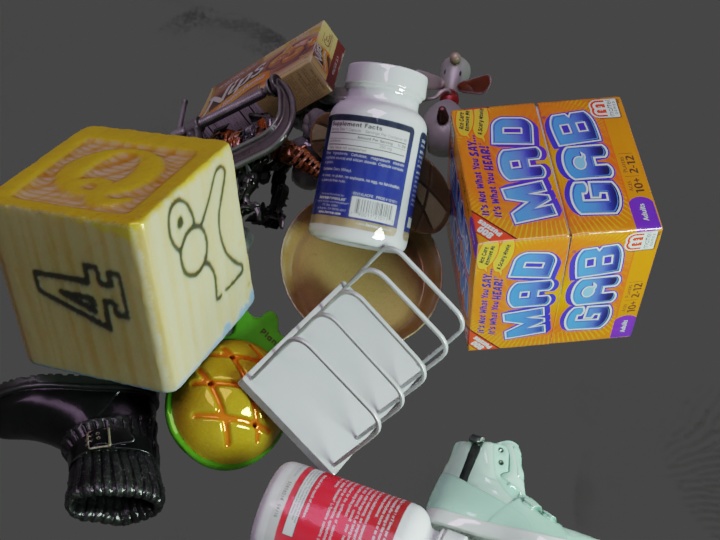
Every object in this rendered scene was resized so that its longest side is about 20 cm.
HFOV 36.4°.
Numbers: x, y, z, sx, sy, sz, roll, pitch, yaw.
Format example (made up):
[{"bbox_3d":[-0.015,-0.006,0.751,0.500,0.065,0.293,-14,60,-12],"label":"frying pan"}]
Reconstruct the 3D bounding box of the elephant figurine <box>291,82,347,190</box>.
[{"bbox_3d":[-0.025,-0.195,1.442,0.154,0.142,0.201,26,35,-14],"label":"elephant figurine"}]

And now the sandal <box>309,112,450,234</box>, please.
[{"bbox_3d":[0.027,-0.122,1.328,0.199,0.054,0.081,35,94,5],"label":"sandal"}]

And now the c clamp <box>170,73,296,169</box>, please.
[{"bbox_3d":[-0.160,-0.185,1.346,0.199,0.027,0.172,-17,48,27],"label":"c clamp"}]

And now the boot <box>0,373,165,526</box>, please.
[{"bbox_3d":[-0.313,0.194,1.174,0.209,0.080,0.159,-4,53,-2],"label":"boot"}]

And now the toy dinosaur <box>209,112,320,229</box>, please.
[{"bbox_3d":[-0.123,-0.128,1.340,0.101,0.200,0.137,18,87,-29],"label":"toy dinosaur"}]

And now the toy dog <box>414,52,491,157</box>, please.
[{"bbox_3d":[0.113,-0.229,1.472,0.131,0.097,0.201,-10,53,-6],"label":"toy dog"}]

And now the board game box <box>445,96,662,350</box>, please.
[{"bbox_3d":[0.212,-0.053,1.270,0.198,0.201,0.201,-5,52,-2],"label":"board game box"}]

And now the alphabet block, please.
[{"bbox_3d":[-0.246,-0.018,1.159,0.195,0.202,0.196,8,33,20],"label":"alphabet block"}]

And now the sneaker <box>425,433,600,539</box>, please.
[{"bbox_3d":[0.174,0.235,1.127,0.199,0.074,0.119,14,61,15],"label":"sneaker"}]

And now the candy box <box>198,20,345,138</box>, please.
[{"bbox_3d":[-0.120,-0.236,1.435,0.199,0.055,0.116,-26,29,27],"label":"candy box"}]

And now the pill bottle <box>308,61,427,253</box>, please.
[{"bbox_3d":[0.014,-0.127,1.243,0.115,0.116,0.202,11,88,10],"label":"pill bottle"}]

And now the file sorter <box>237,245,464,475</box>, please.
[{"bbox_3d":[0.001,0.088,1.161,0.139,0.125,0.200,46,46,0],"label":"file sorter"}]

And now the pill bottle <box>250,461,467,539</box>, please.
[{"bbox_3d":[0.000,0.272,1.084,0.198,0.113,0.113,16,55,14],"label":"pill bottle"}]

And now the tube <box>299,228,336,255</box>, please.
[{"bbox_3d":[0.012,-0.061,1.382,0.199,0.052,0.058,-25,93,-20],"label":"tube"}]

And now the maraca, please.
[{"bbox_3d":[-0.132,0.128,1.200,0.137,0.107,0.200,44,53,-8],"label":"maraca"}]

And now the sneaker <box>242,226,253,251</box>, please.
[{"bbox_3d":[-0.231,-0.047,1.291,0.198,0.116,0.076,-11,36,26],"label":"sneaker"}]

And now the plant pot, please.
[{"bbox_3d":[0.000,0.000,1.313,0.198,0.028,0.202,5,67,-13],"label":"plant pot"}]
